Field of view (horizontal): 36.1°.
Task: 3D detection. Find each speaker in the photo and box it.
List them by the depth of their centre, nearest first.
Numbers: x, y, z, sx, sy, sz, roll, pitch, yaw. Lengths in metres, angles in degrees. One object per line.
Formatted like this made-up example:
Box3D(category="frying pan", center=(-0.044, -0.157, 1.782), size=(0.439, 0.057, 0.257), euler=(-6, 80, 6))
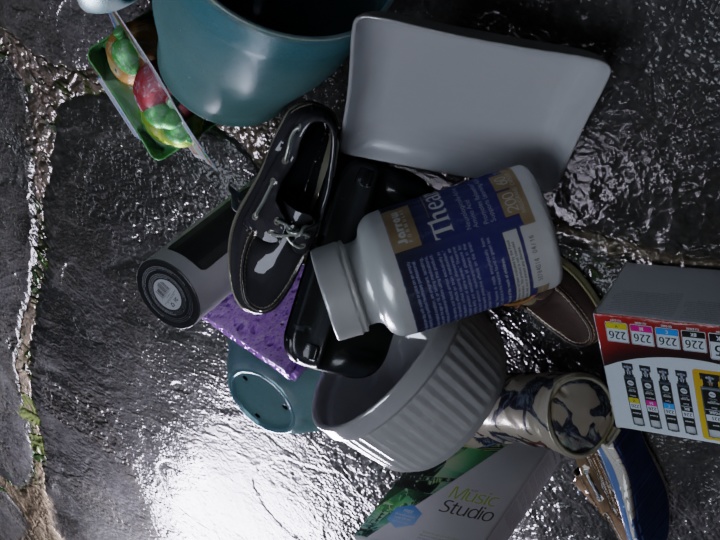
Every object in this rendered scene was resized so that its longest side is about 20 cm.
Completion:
Box3D(category="speaker", center=(-0.138, -0.025, 1.143), size=(0.081, 0.200, 0.082), euler=(19, 129, 25))

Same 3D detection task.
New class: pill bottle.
Box3D(category="pill bottle", center=(0.063, -0.010, 0.948), size=(0.199, 0.111, 0.112), euler=(-18, 120, 0))

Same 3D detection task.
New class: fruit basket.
Box3D(category="fruit basket", center=(-0.205, -0.178, 1.089), size=(0.186, 0.093, 0.200), euler=(59, 179, -18))

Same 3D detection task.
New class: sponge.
Box3D(category="sponge", center=(-0.104, 0.031, 1.195), size=(0.199, 0.112, 0.030), euler=(28, 162, 40))

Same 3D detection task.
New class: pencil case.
Box3D(category="pencil case", center=(0.165, 0.141, 1.090), size=(0.089, 0.078, 0.200), euler=(31, 163, -21))

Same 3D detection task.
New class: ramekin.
Box3D(category="ramekin", center=(0.054, 0.106, 1.105), size=(0.105, 0.201, 0.200), euler=(41, 142, -18))

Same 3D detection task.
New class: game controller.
Box3D(category="game controller", center=(0.000, 0.000, 1.023), size=(0.104, 0.201, 0.042), euler=(15, -175, -30))

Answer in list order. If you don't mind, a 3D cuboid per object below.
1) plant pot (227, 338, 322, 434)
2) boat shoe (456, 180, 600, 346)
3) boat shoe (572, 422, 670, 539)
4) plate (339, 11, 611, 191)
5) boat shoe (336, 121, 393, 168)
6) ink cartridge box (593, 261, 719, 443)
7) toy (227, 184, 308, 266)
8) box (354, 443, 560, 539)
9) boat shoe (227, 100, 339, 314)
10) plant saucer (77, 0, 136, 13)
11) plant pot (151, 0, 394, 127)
Box3D(category="plant pot", center=(-0.074, 0.106, 1.253), size=(0.199, 0.135, 0.201), euler=(23, 136, 24))
Box3D(category="boat shoe", center=(0.144, 0.007, 1.035), size=(0.200, 0.072, 0.072), euler=(46, 140, -3))
Box3D(category="boat shoe", center=(0.257, 0.206, 1.124), size=(0.072, 0.072, 0.201), euler=(-3, 112, 46))
Box3D(category="plate", center=(0.087, -0.141, 0.912), size=(0.198, 0.033, 0.200), euler=(11, 155, 1))
Box3D(category="boat shoe", center=(0.000, -0.096, 1.085), size=(0.073, 0.063, 0.200), euler=(25, 142, -2))
Box3D(category="ink cartridge box", center=(0.321, 0.094, 0.955), size=(0.199, 0.084, 0.176), euler=(5, 127, 36))
Box3D(category="toy", center=(-0.038, -0.025, 1.081), size=(0.200, 0.047, 0.115), euler=(41, -175, -16))
Box3D(category="box", center=(0.105, 0.239, 1.169), size=(0.144, 0.200, 0.037), euler=(4, 122, 37))
Box3D(category="boat shoe", center=(-0.068, -0.051, 0.977), size=(0.072, 0.063, 0.201), euler=(17, 99, -16))
Box3D(category="plant saucer", center=(-0.170, -0.296, 0.899), size=(0.027, 0.201, 0.201), euler=(27, 139, 0))
Box3D(category="plant pot", center=(-0.090, -0.227, 0.947), size=(0.200, 0.200, 0.188), euler=(42, 148, 1))
